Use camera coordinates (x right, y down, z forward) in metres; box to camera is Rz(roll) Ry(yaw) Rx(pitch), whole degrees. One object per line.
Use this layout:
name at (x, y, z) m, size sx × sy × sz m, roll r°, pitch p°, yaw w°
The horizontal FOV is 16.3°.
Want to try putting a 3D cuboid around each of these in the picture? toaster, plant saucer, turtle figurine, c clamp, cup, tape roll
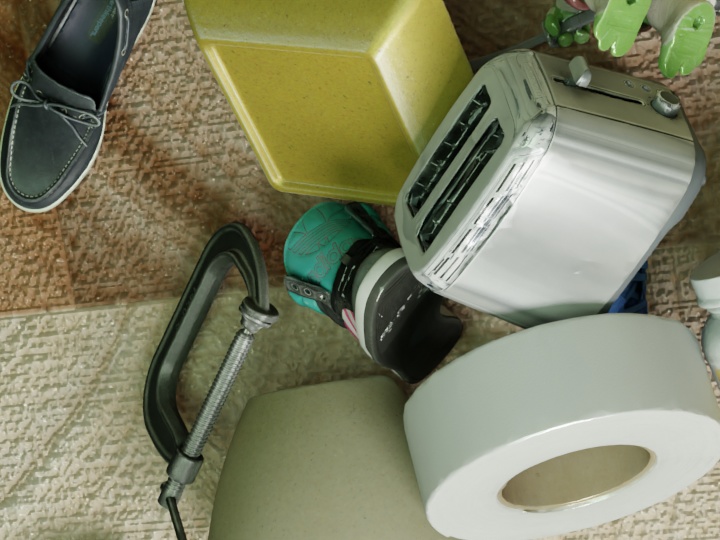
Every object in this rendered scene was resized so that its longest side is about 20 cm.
toaster at (0.109, -0.044, 1.558) m, size 0.129 × 0.114 × 0.200 m, roll 19°, pitch 124°, yaw -26°
plant saucer at (-0.015, -0.110, 1.632) m, size 0.199 × 0.049 × 0.200 m, roll 8°, pitch 140°, yaw 34°
turtle figurine at (0.115, -0.167, 1.599) m, size 0.200 × 0.194 × 0.144 m, roll -41°, pitch 135°, yaw -10°
c clamp at (-0.103, 0.073, 1.743) m, size 0.027 × 0.171 × 0.201 m, roll 15°, pitch 107°, yaw -27°
cup at (-0.016, 0.150, 1.717) m, size 0.200 × 0.200 × 0.144 m, roll -10°, pitch 84°, yaw 19°
tape roll at (0.129, 0.103, 1.609) m, size 0.202 × 0.202 × 0.071 m, roll -24°, pitch 64°, yaw 21°

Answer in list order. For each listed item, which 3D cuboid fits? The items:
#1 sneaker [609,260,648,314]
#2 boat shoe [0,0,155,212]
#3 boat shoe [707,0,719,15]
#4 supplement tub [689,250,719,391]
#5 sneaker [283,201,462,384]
sneaker at (0.175, -0.021, 1.663) m, size 0.111 × 0.077 × 0.201 m, roll -22°, pitch 90°, yaw 30°
boat shoe at (-0.206, -0.128, 1.759) m, size 0.074 × 0.062 × 0.200 m, roll 31°, pitch 112°, yaw 5°
boat shoe at (0.211, -0.261, 1.600) m, size 0.060 × 0.074 × 0.201 m, roll -12°, pitch 83°, yaw -21°
supplement tub at (0.305, 0.070, 1.611) m, size 0.145 × 0.145 × 0.201 m, roll -22°, pitch 97°, yaw 20°
sneaker at (0.000, 0.000, 1.674) m, size 0.121 × 0.200 × 0.084 m, roll 41°, pitch 83°, yaw 17°
